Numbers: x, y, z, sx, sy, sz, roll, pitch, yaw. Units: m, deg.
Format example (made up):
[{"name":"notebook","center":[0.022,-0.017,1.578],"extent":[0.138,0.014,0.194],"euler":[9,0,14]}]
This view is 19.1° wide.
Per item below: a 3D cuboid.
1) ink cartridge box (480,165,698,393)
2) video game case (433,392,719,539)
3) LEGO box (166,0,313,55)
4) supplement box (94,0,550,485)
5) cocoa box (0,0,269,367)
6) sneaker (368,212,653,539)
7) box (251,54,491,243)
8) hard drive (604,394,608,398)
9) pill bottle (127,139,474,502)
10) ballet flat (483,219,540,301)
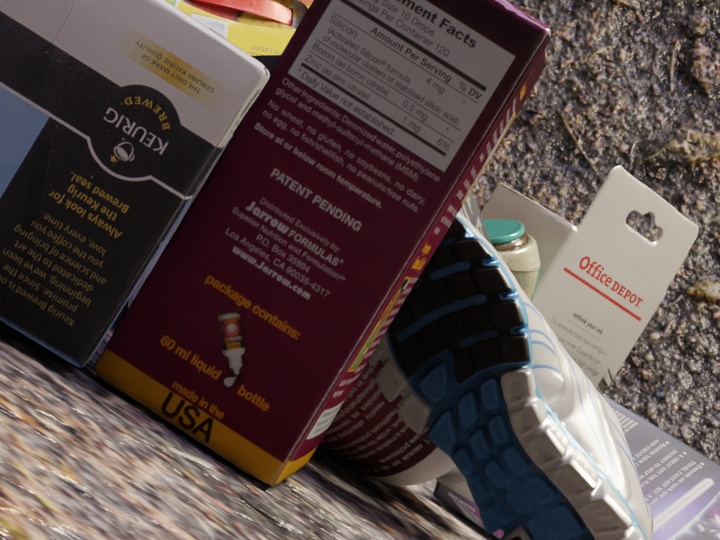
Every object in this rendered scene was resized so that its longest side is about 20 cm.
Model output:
[{"name":"ink cartridge box","center":[0.100,0.030,1.242],"extent":[0.068,0.201,0.116],"euler":[33,2,40]},{"name":"video game case","center":[0.156,0.134,1.094],"extent":[0.199,0.019,0.143],"euler":[32,34,25]},{"name":"LEGO box","center":[-0.087,-0.112,1.108],"extent":[0.199,0.078,0.149],"euler":[12,-21,-20]},{"name":"supplement box","center":[-0.011,-0.025,0.843],"extent":[0.085,0.201,0.110],"euler":[31,2,4]},{"name":"cocoa box","center":[-0.155,-0.074,0.809],"extent":[0.199,0.132,0.133],"euler":[32,1,-9]},{"name":"sneaker","center":[0.068,0.056,0.938],"extent":[0.201,0.075,0.087],"euler":[62,25,-5]},{"name":"box","center":[-0.025,-0.028,1.064],"extent":[0.160,0.049,0.200],"euler":[3,-34,22]},{"name":"hard drive","center":[0.126,0.108,1.409],"extent":[0.132,0.025,0.200],"euler":[47,-16,-28]},{"name":"pill bottle","center":[0.001,0.029,0.992],"extent":[0.199,0.113,0.113],"euler":[32,1,-26]},{"name":"ballet flat","center":[0.000,0.000,1.179],"extent":[0.199,0.063,0.067],"euler":[6,21,17]}]
